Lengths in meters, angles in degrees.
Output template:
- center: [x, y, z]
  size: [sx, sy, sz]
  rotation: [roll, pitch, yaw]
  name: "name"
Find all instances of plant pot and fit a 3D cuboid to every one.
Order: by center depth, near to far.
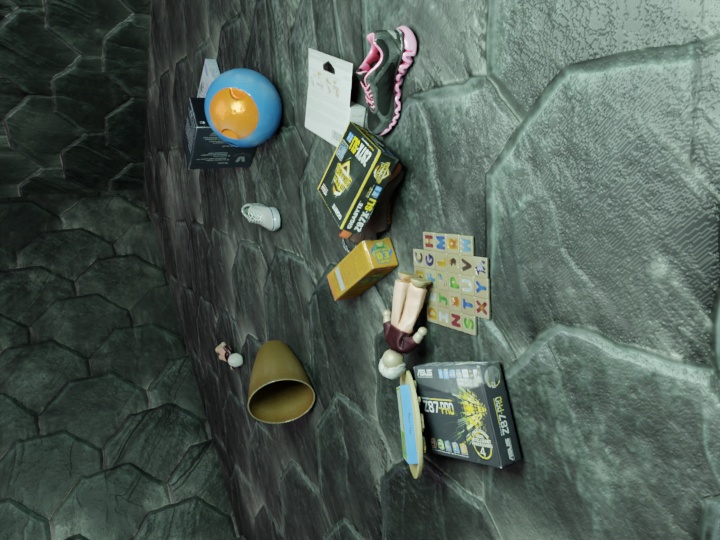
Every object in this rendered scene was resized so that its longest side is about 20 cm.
- center: [-0.241, 0.303, 1.579]
  size: [0.200, 0.186, 0.187]
  rotation: [-112, 29, -49]
  name: "plant pot"

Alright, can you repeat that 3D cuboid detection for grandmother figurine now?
- center: [0.074, 0.105, 1.014]
  size: [0.121, 0.060, 0.200]
  rotation: [-147, 66, -64]
  name: "grandmother figurine"
- center: [-0.521, 0.340, 2.177]
  size: [0.200, 0.061, 0.121]
  rotation: [9, 133, 57]
  name: "grandmother figurine"

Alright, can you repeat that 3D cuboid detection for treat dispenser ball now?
- center: [-0.308, -0.427, 1.444]
  size: [0.201, 0.201, 0.201]
  rotation: [25, 119, 56]
  name: "treat dispenser ball"

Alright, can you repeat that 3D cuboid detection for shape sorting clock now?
- center: [0.097, 0.288, 1.035]
  size: [0.200, 0.039, 0.200]
  rotation: [175, 90, -89]
  name: "shape sorting clock"

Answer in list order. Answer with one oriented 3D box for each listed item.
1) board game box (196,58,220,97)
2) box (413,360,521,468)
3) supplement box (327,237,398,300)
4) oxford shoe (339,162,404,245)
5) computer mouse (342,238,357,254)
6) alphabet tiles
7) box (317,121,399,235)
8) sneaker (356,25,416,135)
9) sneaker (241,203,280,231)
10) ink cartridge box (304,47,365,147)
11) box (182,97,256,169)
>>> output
- center: [-0.527, -0.604, 1.944]
  size: [0.199, 0.043, 0.200]
  rotation: [-47, 57, 55]
  name: "board game box"
- center: [0.174, 0.237, 0.928]
  size: [0.200, 0.049, 0.161]
  rotation: [-19, 79, 62]
  name: "box"
- center: [0.000, 0.000, 1.154]
  size: [0.200, 0.066, 0.069]
  rotation: [-45, 59, 56]
  name: "supplement box"
- center: [0.036, -0.126, 1.072]
  size: [0.200, 0.072, 0.071]
  rotation: [-50, 16, 39]
  name: "oxford shoe"
- center: [-0.028, -0.118, 1.215]
  size: [0.059, 0.034, 0.200]
  rotation: [-17, 88, 44]
  name: "computer mouse"
- center: [0.153, 0.019, 0.947]
  size: [0.200, 0.006, 0.167]
  rotation: [13, 109, 59]
  name: "alphabet tiles"
- center: [-0.011, -0.182, 1.050]
  size: [0.160, 0.049, 0.200]
  rotation: [-60, 28, 19]
  name: "box"
- center: [0.029, -0.336, 0.979]
  size: [0.079, 0.095, 0.200]
  rotation: [52, 141, 39]
  name: "sneaker"
- center: [-0.300, -0.158, 1.637]
  size: [0.200, 0.071, 0.073]
  rotation: [24, 118, 57]
  name: "sneaker"
- center: [-0.056, -0.368, 1.170]
  size: [0.200, 0.045, 0.176]
  rotation: [43, 134, 47]
  name: "ink cartridge box"
- center: [-0.422, -0.412, 1.653]
  size: [0.200, 0.196, 0.118]
  rotation: [-52, 53, 53]
  name: "box"
